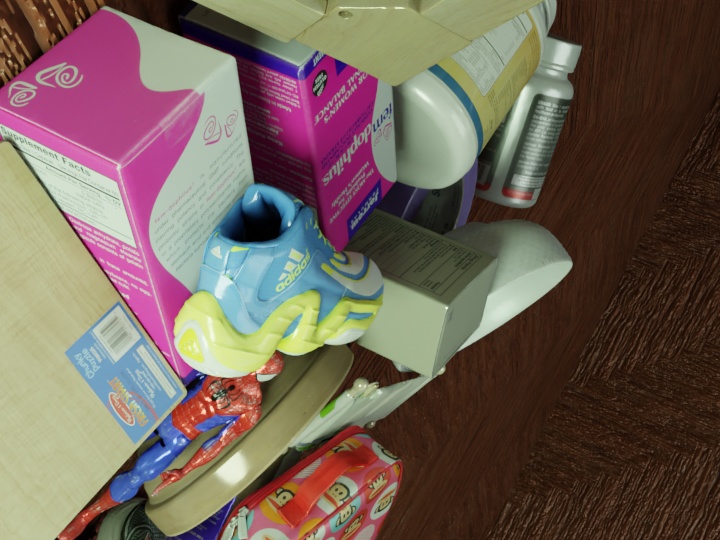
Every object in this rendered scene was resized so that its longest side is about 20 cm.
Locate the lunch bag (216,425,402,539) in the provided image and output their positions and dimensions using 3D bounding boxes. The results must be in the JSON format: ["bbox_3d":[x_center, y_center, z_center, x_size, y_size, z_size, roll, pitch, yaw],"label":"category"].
[{"bbox_3d":[-0.048,0.236,0.906,0.199,0.082,0.177,-28,145,-44],"label":"lunch bag"}]

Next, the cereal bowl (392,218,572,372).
[{"bbox_3d":[0.100,0.012,0.948,0.199,0.084,0.200,-29,166,-8],"label":"cereal bowl"}]

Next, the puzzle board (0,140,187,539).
[{"bbox_3d":[-0.198,0.053,0.547,0.151,0.017,0.201,-49,128,-28],"label":"puzzle board"}]

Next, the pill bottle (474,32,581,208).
[{"bbox_3d":[0.189,-0.188,1.187,0.114,0.113,0.202,-21,132,-61],"label":"pill bottle"}]

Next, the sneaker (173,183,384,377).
[{"bbox_3d":[-0.035,-0.005,0.627,0.200,0.075,0.106,-28,136,-58],"label":"sneaker"}]

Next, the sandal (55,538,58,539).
[{"bbox_3d":[-0.232,0.243,0.728,0.048,0.076,0.202,-13,126,-8],"label":"sandal"}]

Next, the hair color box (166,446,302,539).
[{"bbox_3d":[-0.116,0.199,0.943,0.201,0.064,0.109,-66,158,-5],"label":"hair color box"}]

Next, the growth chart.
[{"bbox_3d":[0.001,0.136,0.953,0.144,0.018,0.199,-39,163,25],"label":"growth chart"}]

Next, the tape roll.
[{"bbox_3d":[0.039,-0.056,1.013,0.200,0.084,0.201,-48,152,-36],"label":"tape roll"}]

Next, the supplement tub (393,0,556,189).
[{"bbox_3d":[0.078,-0.189,0.879,0.201,0.144,0.145,-55,156,-26],"label":"supplement tub"}]

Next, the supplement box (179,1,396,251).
[{"bbox_3d":[-0.043,-0.117,0.708,0.101,0.103,0.201,-53,157,-27],"label":"supplement box"}]

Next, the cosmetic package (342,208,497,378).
[{"bbox_3d":[0.000,0.000,0.817,0.103,0.199,0.074,-36,144,-51],"label":"cosmetic package"}]

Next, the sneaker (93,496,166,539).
[{"bbox_3d":[-0.167,0.245,0.760,0.200,0.074,0.081,-104,-175,-71],"label":"sneaker"}]

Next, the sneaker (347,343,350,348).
[{"bbox_3d":[-0.055,0.055,0.946,0.200,0.065,0.079,48,57,-68],"label":"sneaker"}]

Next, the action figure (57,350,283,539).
[{"bbox_3d":[-0.133,0.111,0.662,0.199,0.066,0.052,-34,171,9],"label":"action figure"}]

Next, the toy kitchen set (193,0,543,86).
[{"bbox_3d":[-0.003,-0.233,0.517,0.199,0.180,0.165,18,70,-31],"label":"toy kitchen set"}]

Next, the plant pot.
[{"bbox_3d":[-0.107,0.100,0.764,0.201,0.093,0.201,-41,-173,6],"label":"plant pot"}]

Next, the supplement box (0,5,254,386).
[{"bbox_3d":[-0.130,-0.040,0.602,0.101,0.103,0.201,-51,156,-33],"label":"supplement box"}]
